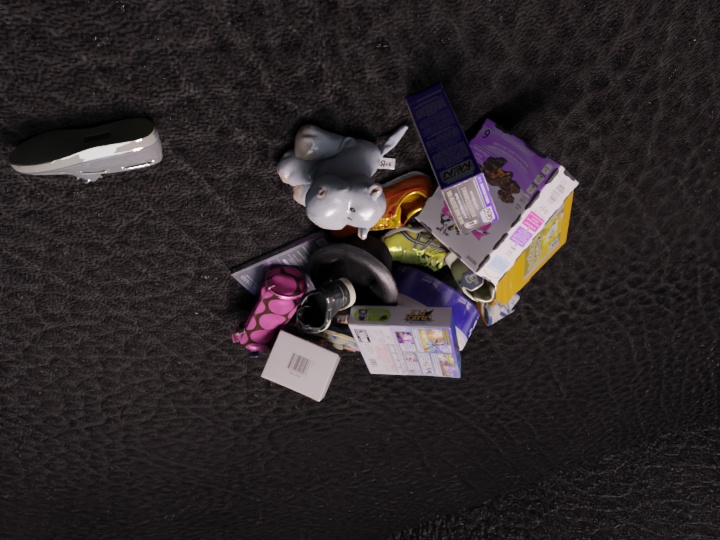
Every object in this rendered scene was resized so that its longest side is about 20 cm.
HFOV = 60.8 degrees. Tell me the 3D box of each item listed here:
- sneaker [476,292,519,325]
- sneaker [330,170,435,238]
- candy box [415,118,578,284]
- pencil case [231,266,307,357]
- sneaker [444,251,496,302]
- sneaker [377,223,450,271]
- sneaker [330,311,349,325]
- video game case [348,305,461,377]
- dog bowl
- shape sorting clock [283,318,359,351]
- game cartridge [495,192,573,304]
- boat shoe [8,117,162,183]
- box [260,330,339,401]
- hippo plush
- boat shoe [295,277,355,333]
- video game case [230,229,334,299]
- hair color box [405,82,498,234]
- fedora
[{"bbox_3d":[0.309,0.045,1.357,0.088,0.076,0.200,-23,151,-7],"label":"sneaker"},{"bbox_3d":[0.035,-0.102,1.055,0.199,0.077,0.073,-25,144,18],"label":"sneaker"},{"bbox_3d":[0.207,-0.109,0.966,0.071,0.168,0.200,21,110,-47],"label":"candy box"},{"bbox_3d":[-0.178,0.078,1.186,0.093,0.091,0.200,6,137,-29],"label":"pencil case"},{"bbox_3d":[0.218,0.027,1.145,0.067,0.090,0.200,-34,151,11],"label":"sneaker"},{"bbox_3d":[0.121,-0.040,1.164,0.199,0.077,0.076,-7,145,-8],"label":"sneaker"},{"bbox_3d":[0.008,0.088,1.251,0.077,0.079,0.199,6,-175,-44],"label":"sneaker"},{"bbox_3d":[0.088,0.134,1.133,0.180,0.046,0.200,1,146,16],"label":"video game case"},{"bbox_3d":[0.132,0.075,1.220,0.079,0.200,0.200,-58,140,-10],"label":"dog bowl"},{"bbox_3d":[-0.082,0.142,1.302,0.199,0.039,0.200,16,164,5],"label":"shape sorting clock"},{"bbox_3d":[0.331,-0.048,1.175,0.200,0.032,0.177,-45,148,-18],"label":"game cartridge"},{"bbox_3d":[-0.376,-0.155,0.854,0.200,0.070,0.072,-12,141,-6],"label":"boat shoe"},{"bbox_3d":[-0.116,0.195,1.253,0.124,0.098,0.200,22,171,3],"label":"box"},{"bbox_3d":[-0.023,-0.116,0.943,0.199,0.161,0.160,-1,142,-17],"label":"hippo plush"},{"bbox_3d":[-0.083,0.074,1.120,0.066,0.075,0.199,-19,174,-37],"label":"boat shoe"},{"bbox_3d":[-0.128,0.002,1.188,0.199,0.019,0.143,-22,143,12],"label":"video game case"},{"bbox_3d":[0.132,-0.165,0.895,0.065,0.201,0.109,-22,143,12],"label":"hair color box"},{"bbox_3d":[0.000,0.000,1.124,0.200,0.092,0.201,23,145,17],"label":"fedora"}]
